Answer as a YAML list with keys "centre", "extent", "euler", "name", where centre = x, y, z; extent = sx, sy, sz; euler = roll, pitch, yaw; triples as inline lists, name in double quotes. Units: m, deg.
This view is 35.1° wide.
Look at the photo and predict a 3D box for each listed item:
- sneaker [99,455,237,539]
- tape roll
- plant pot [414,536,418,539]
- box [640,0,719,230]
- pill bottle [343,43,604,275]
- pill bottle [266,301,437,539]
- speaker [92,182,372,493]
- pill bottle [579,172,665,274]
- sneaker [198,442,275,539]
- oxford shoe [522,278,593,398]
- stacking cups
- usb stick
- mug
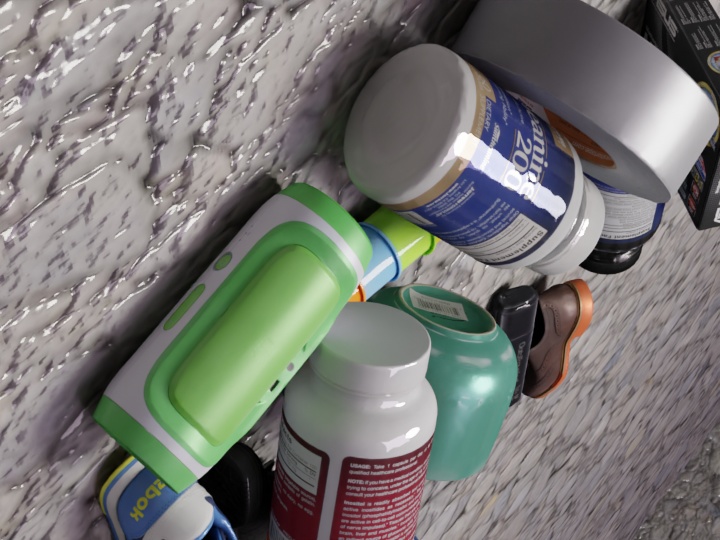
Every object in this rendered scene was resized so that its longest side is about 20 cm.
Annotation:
- centre: [-0.132, 0.205, 0.826]
  extent: [0.074, 0.082, 0.201]
  euler: [-46, 154, -25]
  name: "sneaker"
- centre: [0.161, -0.131, 0.841]
  extent: [0.067, 0.199, 0.200]
  euler: [-56, 155, 1]
  name: "tape roll"
- centre: [-0.010, 0.344, 1.089]
  extent: [0.202, 0.179, 0.199]
  euler: [-58, 155, 4]
  name: "plant pot"
- centre: [0.329, -0.168, 1.124]
  extent: [0.043, 0.202, 0.161]
  euler: [-11, 143, -5]
  name: "box"
- centre: [0.090, -0.068, 0.814]
  extent: [0.199, 0.111, 0.112]
  euler: [26, 97, -42]
  name: "pill bottle"
- centre: [-0.005, 0.131, 0.821]
  extent: [0.112, 0.112, 0.203]
  euler: [-26, 133, -48]
  name: "pill bottle"
- centre: [-0.079, 0.041, 0.734]
  extent: [0.201, 0.088, 0.089]
  euler: [-50, 154, -15]
  name: "speaker"
- centre: [0.261, -0.092, 1.168]
  extent: [0.112, 0.111, 0.202]
  euler: [-43, 151, -27]
  name: "pill bottle"
- centre: [-0.081, 0.183, 0.925]
  extent: [0.104, 0.060, 0.202]
  euler: [-36, 152, -37]
  name: "sneaker"
- centre: [0.210, 0.085, 1.352]
  extent: [0.071, 0.072, 0.202]
  euler: [-8, 139, -18]
  name: "oxford shoe"
- centre: [0.000, 0.000, 0.865]
  extent: [0.200, 0.060, 0.061]
  euler: [-42, 151, -26]
  name: "stacking cups"
- centre: [0.167, 0.091, 1.285]
  extent: [0.055, 0.033, 0.202]
  euler: [-21, 142, -17]
  name: "usb stick"
- centre: [0.045, 0.083, 0.927]
  extent: [0.184, 0.151, 0.116]
  euler: [-12, 127, -56]
  name: "mug"
